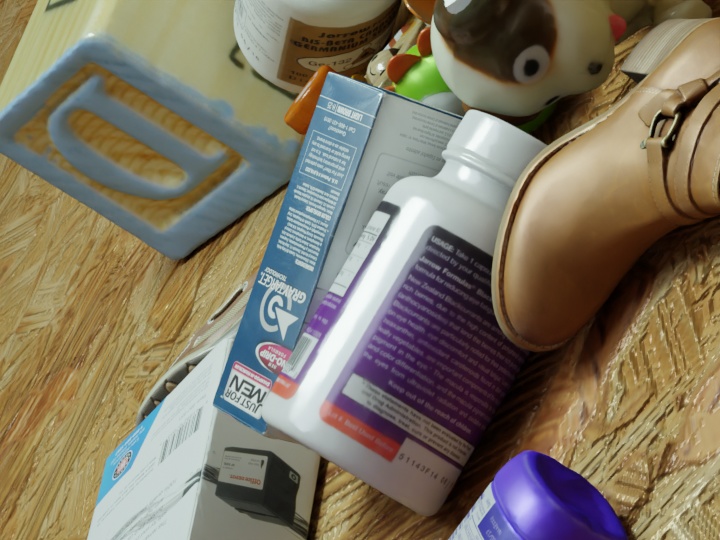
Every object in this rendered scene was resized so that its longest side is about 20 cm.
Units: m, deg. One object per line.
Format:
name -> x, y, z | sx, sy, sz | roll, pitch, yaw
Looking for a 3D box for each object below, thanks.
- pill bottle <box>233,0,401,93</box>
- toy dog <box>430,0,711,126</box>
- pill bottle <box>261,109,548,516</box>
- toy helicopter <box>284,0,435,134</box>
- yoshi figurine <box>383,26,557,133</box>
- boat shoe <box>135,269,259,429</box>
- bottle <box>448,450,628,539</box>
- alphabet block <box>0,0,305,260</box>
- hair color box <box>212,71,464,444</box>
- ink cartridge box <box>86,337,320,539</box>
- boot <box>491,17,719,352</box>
pill bottle -> -0.023, -0.208, 1.940 | 0.200, 0.114, 0.115 | 109, -175, -68
toy dog -> 0.100, -0.178, 1.563 | 0.140, 0.193, 0.201 | 84, -162, -56
pill bottle -> 0.042, 0.020, 1.526 | 0.200, 0.111, 0.111 | -59, 19, -3
toy helicopter -> 0.038, -0.156, 1.873 | 0.132, 0.079, 0.200 | -48, 8, 45
yoshi figurine -> 0.055, -0.072, 1.704 | 0.112, 0.112, 0.200 | -28, -27, -52
boat shoe -> -0.065, 0.047, 1.827 | 0.200, 0.076, 0.072 | -39, 21, 23
bottle -> 0.045, 0.182, 1.341 | 0.200, 0.065, 0.084 | -54, 19, 12
alphabet block -> -0.138, -0.163, 2.136 | 0.196, 0.195, 0.201 | -31, 32, 50
hair color box -> 0.000, 0.000, 1.600 | 0.060, 0.100, 0.201 | 24, 96, 51
ink cartridge box -> -0.100, 0.164, 1.701 | 0.145, 0.084, 0.200 | -44, 24, 36
boot -> 0.153, -0.036, 1.418 | 0.200, 0.077, 0.155 | -52, 22, -4
